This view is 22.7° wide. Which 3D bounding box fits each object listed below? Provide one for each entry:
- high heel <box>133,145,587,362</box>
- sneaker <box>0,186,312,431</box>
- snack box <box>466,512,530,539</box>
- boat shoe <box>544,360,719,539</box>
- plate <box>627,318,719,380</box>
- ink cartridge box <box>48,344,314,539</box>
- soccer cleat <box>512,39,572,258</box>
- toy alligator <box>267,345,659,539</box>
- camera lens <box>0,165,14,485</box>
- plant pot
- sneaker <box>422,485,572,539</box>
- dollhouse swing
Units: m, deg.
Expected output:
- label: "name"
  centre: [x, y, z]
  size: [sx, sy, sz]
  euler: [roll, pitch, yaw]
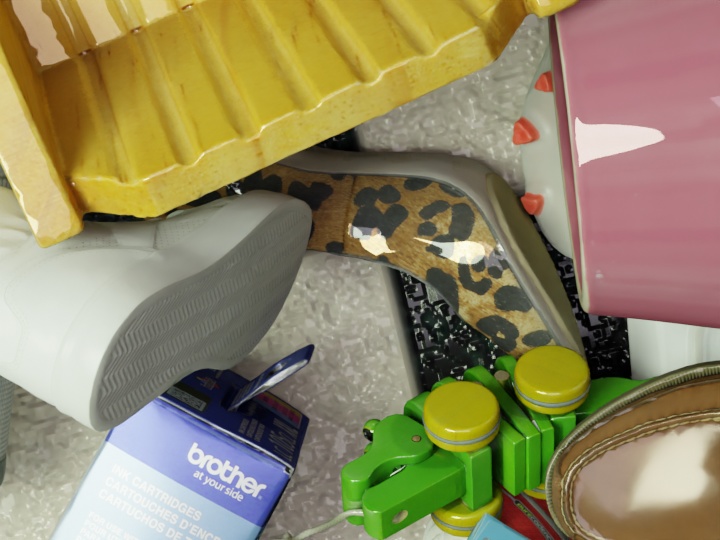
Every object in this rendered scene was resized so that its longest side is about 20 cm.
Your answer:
- label: "high heel"
  centre: [0.000, 0.000, 0.779]
  size: [0.142, 0.071, 0.201]
  euler: [-33, 95, 17]
- label: "sneaker"
  centre: [-0.098, -0.007, 0.671]
  size: [0.115, 0.200, 0.074]
  euler: [22, 105, 15]
- label: "snack box"
  centre: [0.058, 0.197, 0.736]
  size: [0.116, 0.037, 0.201]
  euler: [30, 132, 6]
- label: "boat shoe"
  centre: [0.165, 0.070, 0.664]
  size: [0.198, 0.068, 0.072]
  euler: [-12, 99, 9]
- label: "plate"
  centre: [0.208, 0.075, 0.719]
  size: [0.198, 0.032, 0.202]
  euler: [-3, 70, 12]
- label: "ink cartridge box"
  centre: [-0.086, 0.112, 0.746]
  size: [0.076, 0.136, 0.201]
  euler: [27, 95, -1]
- label: "soccer cleat"
  centre: [0.110, -0.104, 0.762]
  size: [0.069, 0.077, 0.202]
  euler: [13, 111, 38]
- label: "toy alligator"
  centre: [0.029, 0.071, 0.713]
  size: [0.199, 0.054, 0.060]
  euler: [-20, 131, -19]
- label: "camera lens"
  centre: [-0.217, 0.003, 0.732]
  size: [0.159, 0.160, 0.202]
  euler: [8, 94, 2]
- label: "plant pot"
  centre: [0.162, -0.056, 0.651]
  size: [0.178, 0.200, 0.202]
  euler: [-6, 93, 4]
- label: "sneaker"
  centre: [0.107, 0.156, 0.774]
  size: [0.077, 0.085, 0.200]
  euler: [-29, 113, 35]
- label: "dollhouse swing"
  centre: [-0.061, -0.152, 0.614]
  size: [0.199, 0.182, 0.177]
  euler: [-23, 120, -3]
